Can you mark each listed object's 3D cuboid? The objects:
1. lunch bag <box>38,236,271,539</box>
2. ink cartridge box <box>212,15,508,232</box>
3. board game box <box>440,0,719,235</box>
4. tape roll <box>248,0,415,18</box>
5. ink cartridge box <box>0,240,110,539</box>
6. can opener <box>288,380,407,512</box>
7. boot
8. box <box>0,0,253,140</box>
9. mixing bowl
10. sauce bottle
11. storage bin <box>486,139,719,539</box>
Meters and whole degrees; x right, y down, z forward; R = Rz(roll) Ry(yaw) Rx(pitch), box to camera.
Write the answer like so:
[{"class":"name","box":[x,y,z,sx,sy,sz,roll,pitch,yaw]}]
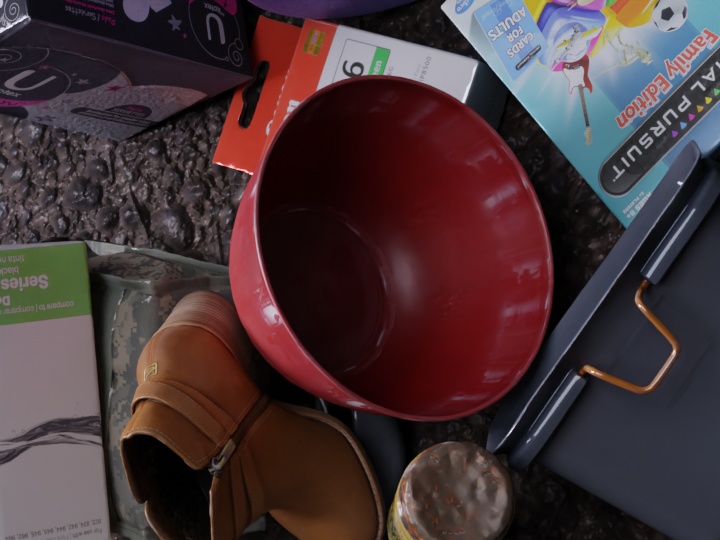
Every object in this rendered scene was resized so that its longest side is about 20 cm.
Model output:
[{"class":"lunch bag","box":[-0.151,0.069,1.491,0.200,0.117,0.165,11,100,51]},{"class":"ink cartridge box","box":[-0.013,-0.097,1.497,0.199,0.050,0.109,18,90,32]},{"class":"board game box","box":[0.162,-0.139,1.403,0.151,0.047,0.200,-46,60,15]},{"class":"tape roll","box":[0.009,-0.231,1.424,0.200,0.200,0.066,-27,67,24]},{"class":"ink cartridge box","box":[-0.228,0.086,1.428,0.145,0.084,0.201,-3,92,48]},{"class":"can opener","box":[-0.013,0.051,1.460,0.067,0.053,0.201,-6,86,-4]},{"class":"boot","box":[-0.060,0.120,1.342,0.076,0.155,0.200,-22,112,20]},{"class":"box","box":[-0.187,-0.166,1.520,0.132,0.200,0.115,-22,68,36]},{"class":"mixing bowl","box":[0.000,0.000,1.360,0.108,0.199,0.201,-27,64,53]},{"class":"sauce bottle","box":[0.048,0.141,1.329,0.066,0.200,0.066,0,75,-1]},{"class":"storage bin","box":[0.179,0.051,1.291,0.134,0.146,0.200,34,99,0]}]
